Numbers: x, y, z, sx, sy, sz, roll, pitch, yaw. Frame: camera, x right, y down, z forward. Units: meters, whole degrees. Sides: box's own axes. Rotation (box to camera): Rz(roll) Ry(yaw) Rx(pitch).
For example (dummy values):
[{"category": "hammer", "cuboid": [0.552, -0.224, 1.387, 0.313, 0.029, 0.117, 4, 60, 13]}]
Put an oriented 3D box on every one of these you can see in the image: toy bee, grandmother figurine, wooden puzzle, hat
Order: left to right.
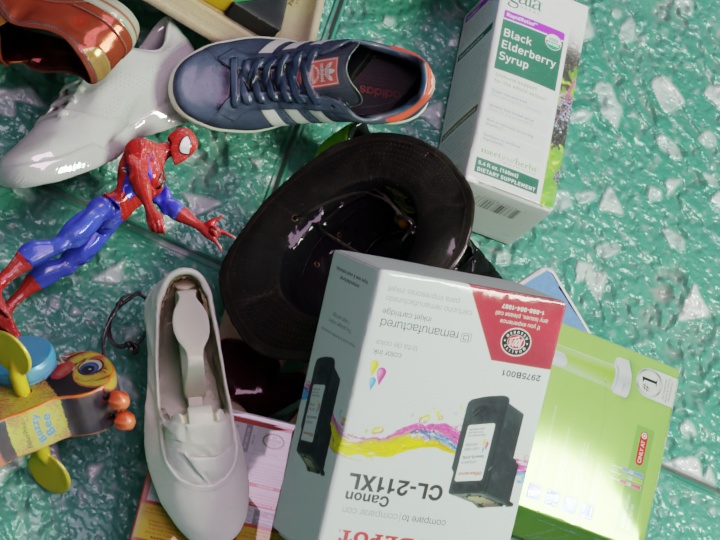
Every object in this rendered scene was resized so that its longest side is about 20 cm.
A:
[{"category": "toy bee", "cuboid": [-0.211, 0.084, 1.519, 0.200, 0.109, 0.131, -47, 131, -11]}, {"category": "wooden puzzle", "cuboid": [-0.115, -0.253, 1.720, 0.200, 0.037, 0.185, 26, 43, -16]}, {"category": "grandmother figurine", "cuboid": [-0.084, 0.061, 1.624, 0.121, 0.061, 0.200, 11, 59, 10]}, {"category": "hat", "cuboid": [0.000, 0.000, 1.604, 0.200, 0.081, 0.201, -13, 51, 16]}]

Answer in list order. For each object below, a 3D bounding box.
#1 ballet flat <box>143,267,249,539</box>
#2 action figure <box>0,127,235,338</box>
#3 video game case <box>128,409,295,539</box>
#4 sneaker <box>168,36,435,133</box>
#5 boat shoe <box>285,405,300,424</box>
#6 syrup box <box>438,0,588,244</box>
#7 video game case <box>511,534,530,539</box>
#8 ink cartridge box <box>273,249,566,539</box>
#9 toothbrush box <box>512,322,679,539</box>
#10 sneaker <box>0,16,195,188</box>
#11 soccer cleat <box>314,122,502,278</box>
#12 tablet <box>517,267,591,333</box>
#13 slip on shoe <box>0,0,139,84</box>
[{"category": "ballet flat", "cuboid": [-0.117, 0.088, 1.519, 0.069, 0.069, 0.200, 1, 65, -23]}, {"category": "action figure", "cuboid": [-0.171, -0.020, 1.587, 0.099, 0.065, 0.200, 34, 70, 19]}, {"category": "video game case", "cuboid": [-0.088, 0.194, 1.521, 0.143, 0.017, 0.200, 14, 65, -1]}, {"category": "sneaker", "cuboid": [-0.041, -0.142, 1.633, 0.200, 0.085, 0.075, -4, 88, -11]}, {"category": "boat shoe", "cuboid": [-0.054, 0.159, 1.590, 0.070, 0.070, 0.200, 39, 67, 4]}, {"category": "syrup box", "cuboid": [0.119, -0.132, 1.781, 0.079, 0.081, 0.200, 20, 63, -16]}, {"category": "video game case", "cuboid": [0.116, 0.202, 1.671, 0.200, 0.022, 0.183, -12, 74, -27]}, {"category": "ink cartridge box", "cuboid": [0.040, 0.100, 1.484, 0.146, 0.083, 0.200, 10, 96, -24]}, {"category": "toothbrush box", "cuboid": [0.120, 0.113, 1.630, 0.200, 0.086, 0.146, 22, 69, -20]}, {"category": "sneaker", "cuboid": [-0.200, -0.126, 1.634, 0.200, 0.075, 0.089, -34, 111, -40]}, {"category": "soccer cleat", "cuboid": [0.044, -0.032, 1.706, 0.200, 0.081, 0.068, 44, 59, -1]}, {"category": "tablet", "cuboid": [0.106, 0.096, 1.684, 0.200, 0.014, 0.130, -32, 91, -29]}, {"category": "slip on shoe", "cuboid": [-0.260, -0.184, 1.609, 0.200, 0.074, 0.061, 18, 61, 18]}]
